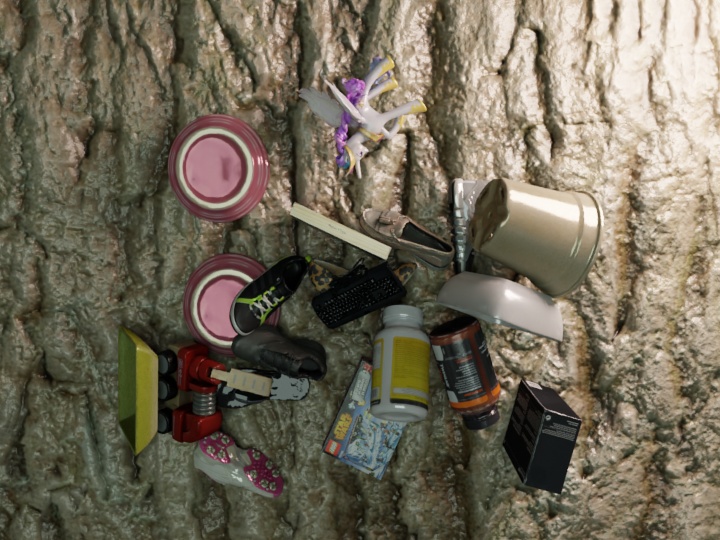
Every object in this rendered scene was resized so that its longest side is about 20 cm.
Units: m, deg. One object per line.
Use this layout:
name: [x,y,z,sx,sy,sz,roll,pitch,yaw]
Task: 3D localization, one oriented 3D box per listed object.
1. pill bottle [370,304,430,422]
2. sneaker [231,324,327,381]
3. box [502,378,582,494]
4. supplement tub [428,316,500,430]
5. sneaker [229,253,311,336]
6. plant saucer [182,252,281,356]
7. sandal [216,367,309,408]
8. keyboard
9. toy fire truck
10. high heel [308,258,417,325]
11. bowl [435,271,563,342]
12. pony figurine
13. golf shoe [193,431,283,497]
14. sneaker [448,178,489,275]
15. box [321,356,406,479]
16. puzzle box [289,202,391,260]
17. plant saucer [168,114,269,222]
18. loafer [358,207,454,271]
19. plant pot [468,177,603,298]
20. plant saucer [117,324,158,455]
pill bottle: [0.077,0.175,1.380,0.109,0.112,0.205,4,69,0]
sneaker: [-0.149,0.162,1.394,0.195,0.091,0.078,12,108,-19]
box: [0.337,0.307,1.374,0.077,0.200,0.145,17,97,-2]
supplement tub: [0.208,0.201,1.410,0.104,0.107,0.205,-18,96,3]
sneaker: [-0.167,0.036,1.367,0.072,0.082,0.201,48,64,-18]
plant saucer: [-0.254,0.070,1.429,0.194,0.051,0.207,0,97,0]
sandal: [-0.199,0.231,1.450,0.194,0.043,0.078,-8,96,1]
keyboard: [-0.016,0.048,1.362,0.197,0.040,0.105,-27,109,31]
toy fire truck: [-0.281,0.238,1.390,0.196,0.128,0.181,12,103,32]
high heel: [0.000,0.000,1.406,0.197,0.072,0.144,-32,101,13]
bowl: [0.257,0.060,1.335,0.196,0.198,0.077,18,87,-31]
pony figurine: [-0.004,-0.298,1.350,0.199,0.166,0.194,-42,102,-11]
golf shoe: [-0.247,0.399,1.465,0.198,0.076,0.092,35,125,-9]
sneaker: [0.231,-0.076,1.398,0.112,0.075,0.206,-4,96,-2]
box: [0.021,0.294,1.456,0.134,0.040,0.204,25,96,-3]
puzzle box: [-0.038,-0.071,1.371,0.196,0.133,0.026,25,89,-3]
plant saucer: [-0.273,-0.194,1.393,0.194,0.051,0.207,0,97,0]
loafer: [0.091,-0.071,1.392,0.196,0.063,0.073,28,63,-1]
plant pot: [0.300,-0.074,1.312,0.179,0.200,0.205,17,97,-17]
plant saucer: [-0.424,0.220,1.393,0.047,0.198,0.206,-2,98,-27]
